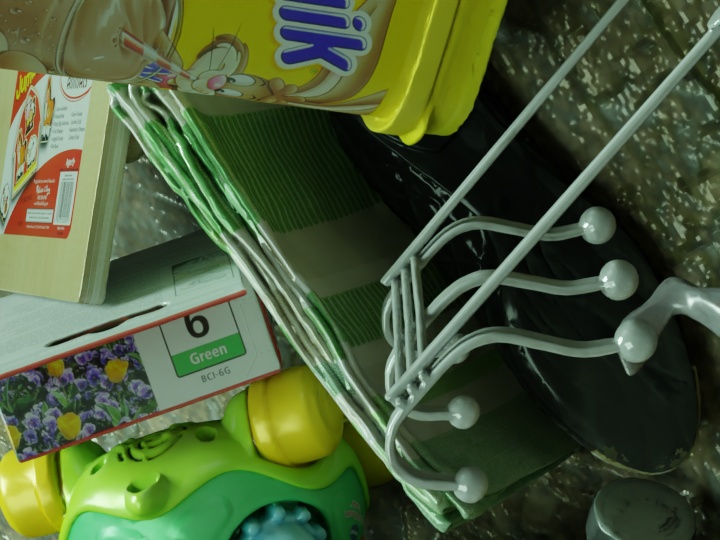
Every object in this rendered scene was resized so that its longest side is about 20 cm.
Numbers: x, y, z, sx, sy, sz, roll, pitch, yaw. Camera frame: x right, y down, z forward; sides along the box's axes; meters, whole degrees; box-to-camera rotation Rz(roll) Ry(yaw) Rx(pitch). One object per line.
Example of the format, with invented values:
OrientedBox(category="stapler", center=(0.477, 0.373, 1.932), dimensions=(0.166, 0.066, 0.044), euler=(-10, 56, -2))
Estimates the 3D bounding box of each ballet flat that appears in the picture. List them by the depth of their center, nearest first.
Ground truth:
OrientedBox(category="ballet flat", center=(0.061, -0.009, 1.031), dimensions=(0.200, 0.066, 0.057), euler=(53, 178, 8))

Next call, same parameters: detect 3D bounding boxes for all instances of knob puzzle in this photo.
OrientedBox(category="knob puzzle", center=(-0.106, -0.088, 1.095), dimensions=(0.219, 0.030, 0.221), euler=(-171, 90, -70))

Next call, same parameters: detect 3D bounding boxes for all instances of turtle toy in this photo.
OrientedBox(category="turtle toy", center=(-0.049, 0.113, 1.123), dimensions=(0.145, 0.200, 0.102), euler=(-17, 72, 16))

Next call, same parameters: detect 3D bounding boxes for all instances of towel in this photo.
OrientedBox(category="towel", center=(0.000, 0.000, 1.023), dimensions=(0.023, 0.152, 0.200), euler=(-40, 82, 21))

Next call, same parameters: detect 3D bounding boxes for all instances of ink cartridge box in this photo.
OrientedBox(category="ink cartridge box", center=(-0.088, 0.030, 1.066), dimensions=(0.200, 0.108, 0.051), euler=(-117, 8, -80))

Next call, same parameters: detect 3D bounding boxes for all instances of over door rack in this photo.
OrientedBox(category="over door rack", center=(0.073, -0.032, 0.885), dimensions=(0.066, 0.148, 0.201), euler=(27, 104, -8))

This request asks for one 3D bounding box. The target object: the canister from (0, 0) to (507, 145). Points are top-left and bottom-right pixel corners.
OrientedBox(category="canister", center=(-0.051, -0.128, 0.928), dimensions=(0.087, 0.199, 0.149), euler=(-114, 35, -55))

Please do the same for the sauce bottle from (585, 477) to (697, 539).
OrientedBox(category="sauce bottle", center=(0.092, 0.169, 1.086), dimensions=(0.066, 0.066, 0.201), euler=(35, 134, 24))

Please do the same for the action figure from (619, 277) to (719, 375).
OrientedBox(category="action figure", center=(0.175, -0.004, 0.880), dimensions=(0.200, 0.105, 0.193), euler=(44, 138, -22))
